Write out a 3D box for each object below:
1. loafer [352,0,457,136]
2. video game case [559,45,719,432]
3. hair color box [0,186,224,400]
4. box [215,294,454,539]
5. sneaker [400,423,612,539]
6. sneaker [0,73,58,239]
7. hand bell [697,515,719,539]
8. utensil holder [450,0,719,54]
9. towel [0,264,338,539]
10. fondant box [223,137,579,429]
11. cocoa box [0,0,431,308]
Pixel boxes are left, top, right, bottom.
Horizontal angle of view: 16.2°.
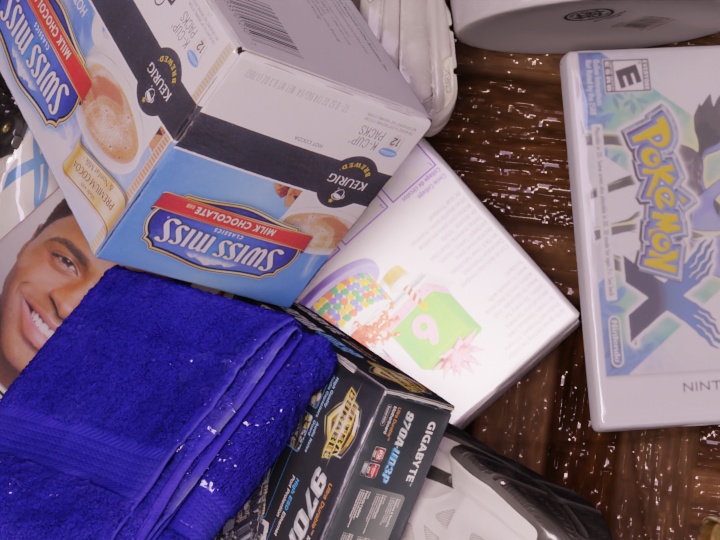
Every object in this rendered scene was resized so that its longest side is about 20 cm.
[{"bbox_3d":[0.006,-0.166,1.328,0.069,0.070,0.201,-4,73,-11],"label":"loafer"},{"bbox_3d":[0.202,-0.020,1.338,0.181,0.022,0.201,-3,82,-10],"label":"video game case"},{"bbox_3d":[-0.170,0.044,1.277,0.101,0.061,0.200,43,59,1],"label":"hair color box"},{"bbox_3d":[-0.046,0.126,1.257,0.046,0.159,0.201,18,97,-34],"label":"box"},{"bbox_3d":[0.043,0.143,1.230,0.075,0.200,0.116,23,92,-30],"label":"sneaker"},{"bbox_3d":[-0.183,-0.022,1.378,0.072,0.072,0.201,-16,67,40],"label":"sneaker"},{"bbox_3d":[0.286,0.151,1.311,0.199,0.104,0.105,-15,82,-9],"label":"hand bell"},{"bbox_3d":[0.118,-0.225,1.320,0.169,0.170,0.201,-3,84,4],"label":"utensil holder"},{"bbox_3d":[-0.118,0.083,1.178,0.147,0.050,0.200,17,54,30],"label":"towel"},{"bbox_3d":[0.000,0.000,1.357,0.144,0.058,0.200,-41,81,-1],"label":"fondant box"},{"bbox_3d":[-0.084,-0.102,1.262,0.131,0.133,0.200,-52,46,23],"label":"cocoa box"}]
